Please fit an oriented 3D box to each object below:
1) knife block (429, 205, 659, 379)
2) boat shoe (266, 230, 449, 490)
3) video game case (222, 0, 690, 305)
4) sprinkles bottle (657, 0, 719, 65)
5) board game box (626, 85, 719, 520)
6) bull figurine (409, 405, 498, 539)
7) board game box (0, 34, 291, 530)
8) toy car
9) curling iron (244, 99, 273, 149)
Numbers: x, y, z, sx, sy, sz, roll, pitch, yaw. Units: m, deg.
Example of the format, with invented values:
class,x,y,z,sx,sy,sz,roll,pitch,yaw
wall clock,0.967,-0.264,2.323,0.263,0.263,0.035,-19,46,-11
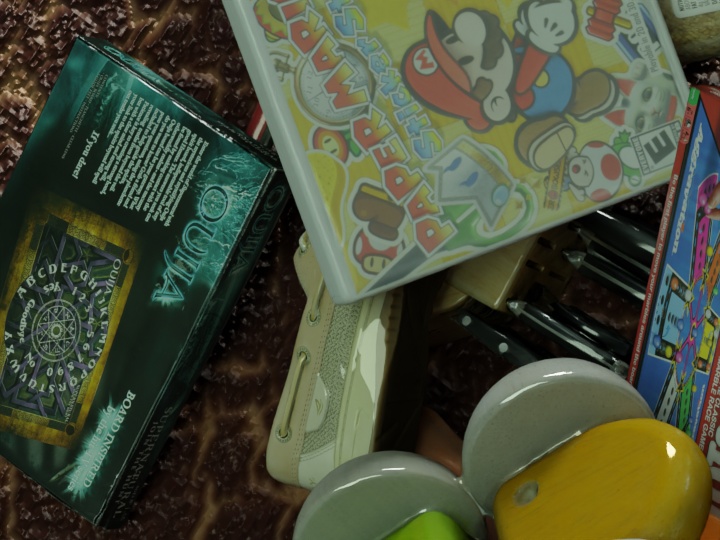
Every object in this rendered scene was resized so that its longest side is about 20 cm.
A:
class,x,y,z,sx,sy,sz,roll,pitch,yaw
knife block,0.070,-0.032,1.327,0.175,0.064,0.200,-18,74,19
boat shoe,0.000,0.000,1.280,0.065,0.072,0.200,10,90,24
video game case,0.038,-0.108,1.235,0.182,0.023,0.200,-21,92,-18
sprinkles bottle,0.170,-0.130,1.296,0.200,0.068,0.068,-12,76,22
board game box,0.154,0.033,1.222,0.103,0.019,0.200,33,118,52
bull figurine,0.058,0.151,1.298,0.121,0.065,0.200,-47,67,4
board game box,-0.125,0.006,1.406,0.135,0.028,0.200,34,105,26
toy car,0.071,0.149,1.190,0.200,0.150,0.175,-29,34,13
curling iron,-0.042,-0.103,1.408,0.050,0.026,0.200,30,93,23
